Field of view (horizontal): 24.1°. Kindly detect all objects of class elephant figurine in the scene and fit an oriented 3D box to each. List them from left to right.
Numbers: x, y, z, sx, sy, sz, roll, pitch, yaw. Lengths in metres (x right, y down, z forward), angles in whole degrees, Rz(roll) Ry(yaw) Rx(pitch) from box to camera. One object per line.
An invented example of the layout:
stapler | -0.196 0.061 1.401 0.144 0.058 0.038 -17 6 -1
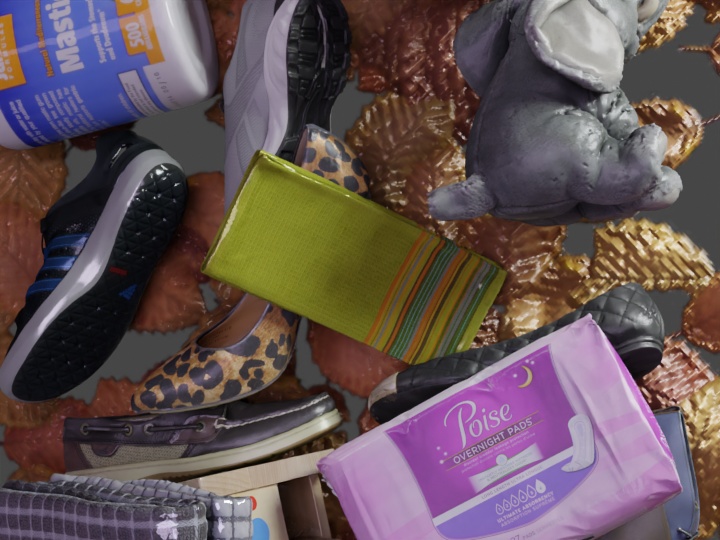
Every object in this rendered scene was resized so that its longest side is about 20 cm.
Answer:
elephant figurine | 0.127 -0.134 1.066 0.141 0.155 0.201 -7 84 26

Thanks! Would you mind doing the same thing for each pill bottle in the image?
pill bottle | -0.206 -0.146 1.144 0.199 0.112 0.113 -14 83 10

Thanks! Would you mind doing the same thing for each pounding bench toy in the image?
pounding bench toy | -0.110 0.216 1.087 0.199 0.124 0.157 -17 82 40

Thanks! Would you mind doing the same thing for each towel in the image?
towel | -0.151 0.207 0.984 0.199 0.085 0.167 -3 91 41
towel | 0.000 0.000 1.072 0.199 0.018 0.086 25 90 -30

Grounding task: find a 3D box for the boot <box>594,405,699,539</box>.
boot | 0.178 0.181 1.055 0.096 0.075 0.201 -17 80 13

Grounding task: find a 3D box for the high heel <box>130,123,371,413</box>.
high heel | -0.077 0.000 1.082 0.199 0.071 0.143 -26 114 -16

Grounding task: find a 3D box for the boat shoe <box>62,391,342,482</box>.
boat shoe | -0.112 0.105 1.124 0.199 0.073 0.065 -15 88 11

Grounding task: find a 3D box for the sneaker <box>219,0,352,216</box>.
sneaker | -0.061 -0.092 1.138 0.079 0.074 0.201 14 95 43

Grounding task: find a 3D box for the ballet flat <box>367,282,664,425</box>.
ballet flat | 0.101 0.062 1.097 0.199 0.067 0.057 -16 51 6

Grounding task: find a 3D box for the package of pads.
package of pads | 0.083 0.124 1.020 0.199 0.076 0.121 -29 76 6

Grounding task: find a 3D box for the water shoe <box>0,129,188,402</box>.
water shoe | -0.191 -0.002 1.164 0.079 0.071 0.200 39 96 40
